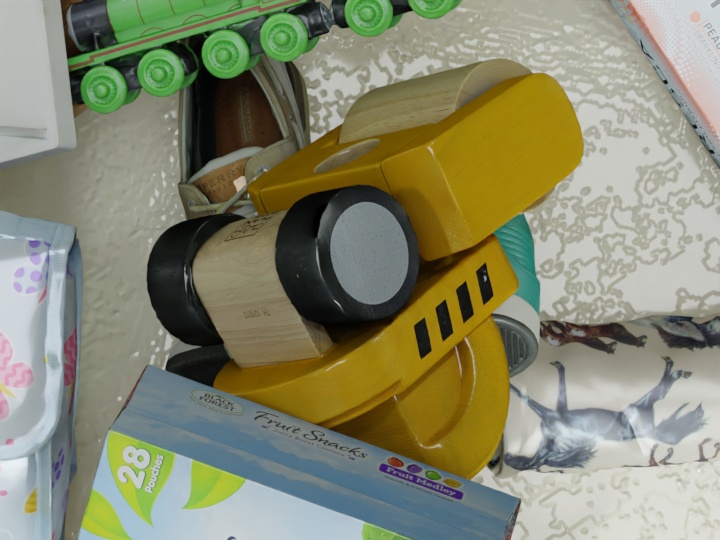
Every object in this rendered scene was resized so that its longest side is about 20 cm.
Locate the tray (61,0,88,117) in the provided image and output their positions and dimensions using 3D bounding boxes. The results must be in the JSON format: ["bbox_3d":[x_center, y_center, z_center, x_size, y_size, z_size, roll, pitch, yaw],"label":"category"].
[{"bbox_3d":[-0.105,-0.158,1.337,0.200,0.037,0.099,-33,124,30],"label":"tray"}]

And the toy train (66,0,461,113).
[{"bbox_3d":[-0.046,-0.121,1.309,0.200,0.042,0.056,-15,98,13],"label":"toy train"}]

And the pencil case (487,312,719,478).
[{"bbox_3d":[0.150,0.053,1.390,0.200,0.089,0.078,-5,119,-1],"label":"pencil case"}]

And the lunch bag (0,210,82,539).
[{"bbox_3d":[-0.216,0.053,1.319,0.170,0.127,0.200,6,129,-3],"label":"lunch bag"}]

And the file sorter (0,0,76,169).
[{"bbox_3d":[-0.250,-0.106,1.301,0.200,0.125,0.139,-12,82,34],"label":"file sorter"}]

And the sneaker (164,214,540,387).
[{"bbox_3d":[0.000,0.000,1.385,0.200,0.084,0.121,-11,51,28],"label":"sneaker"}]

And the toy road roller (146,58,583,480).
[{"bbox_3d":[0.018,0.010,1.254,0.200,0.123,0.146,-39,109,-38],"label":"toy road roller"}]

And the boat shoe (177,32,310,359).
[{"bbox_3d":[-0.053,-0.031,1.341,0.075,0.068,0.200,-24,56,15],"label":"boat shoe"}]

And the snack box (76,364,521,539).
[{"bbox_3d":[-0.044,0.161,1.195,0.169,0.068,0.200,20,116,3],"label":"snack box"}]

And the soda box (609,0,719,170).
[{"bbox_3d":[0.186,-0.097,1.394,0.068,0.064,0.200,-33,92,-1],"label":"soda box"}]
